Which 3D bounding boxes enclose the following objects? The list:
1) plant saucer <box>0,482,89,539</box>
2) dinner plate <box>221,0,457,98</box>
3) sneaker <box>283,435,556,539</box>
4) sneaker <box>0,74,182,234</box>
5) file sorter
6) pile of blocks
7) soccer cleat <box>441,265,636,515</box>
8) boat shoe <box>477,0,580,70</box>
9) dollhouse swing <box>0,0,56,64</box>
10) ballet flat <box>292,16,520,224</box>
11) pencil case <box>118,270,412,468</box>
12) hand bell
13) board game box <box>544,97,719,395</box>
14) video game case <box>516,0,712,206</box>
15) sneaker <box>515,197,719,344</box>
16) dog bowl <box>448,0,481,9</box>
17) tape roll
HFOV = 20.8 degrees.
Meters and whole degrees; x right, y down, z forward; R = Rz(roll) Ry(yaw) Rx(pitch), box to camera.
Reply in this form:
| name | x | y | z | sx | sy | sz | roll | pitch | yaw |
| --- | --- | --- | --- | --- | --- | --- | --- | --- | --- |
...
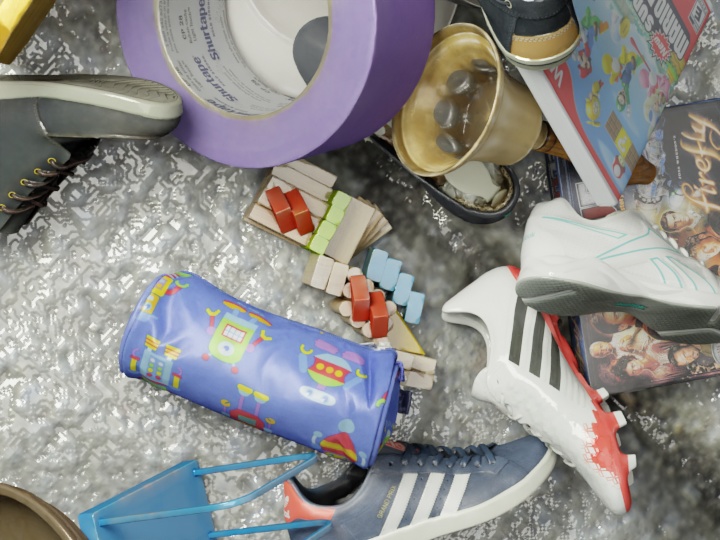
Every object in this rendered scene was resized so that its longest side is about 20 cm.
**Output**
| name | x | y | z | sx | sy | sz | roll | pitch | yaw |
| --- | --- | --- | --- | --- | --- | --- | --- | --- | --- |
| plant saucer | -0.218 | 0.234 | 1.304 | 0.029 | 0.200 | 0.200 | -18 | 97 | -45 |
| dinner plate | -0.023 | -0.220 | 1.386 | 0.200 | 0.024 | 0.201 | -1 | 93 | -11 |
| sneaker | 0.039 | 0.143 | 1.385 | 0.200 | 0.075 | 0.085 | -22 | 100 | -8 |
| sneaker | -0.202 | -0.075 | 1.308 | 0.200 | 0.075 | 0.106 | 5 | 101 | 30 |
| file sorter | -0.082 | 0.235 | 1.314 | 0.123 | 0.139 | 0.200 | -10 | 95 | 27 |
| pile of blocks | 0.000 | 0.000 | 1.379 | 0.082 | 0.062 | 0.200 | -39 | 99 | -6 |
| soccer cleat | 0.126 | 0.089 | 1.379 | 0.085 | 0.069 | 0.200 | -23 | 70 | -6 |
| boat shoe | 0.086 | -0.215 | 1.259 | 0.075 | 0.062 | 0.200 | -18 | 53 | -6 |
| dollhouse swing | -0.226 | -0.257 | 1.261 | 0.176 | 0.200 | 0.182 | -41 | 98 | -1 |
| ballet flat | 0.038 | -0.103 | 1.366 | 0.200 | 0.073 | 0.073 | 41 | 85 | -16 |
| pencil case | -0.063 | 0.064 | 1.340 | 0.200 | 0.078 | 0.087 | 20 | 77 | 6 |
| hand bell | 0.128 | -0.090 | 1.342 | 0.200 | 0.104 | 0.104 | 16 | 89 | -38 |
| board game box | 0.213 | -0.017 | 1.430 | 0.135 | 0.035 | 0.200 | -10 | 94 | -9 |
| video game case | 0.175 | -0.164 | 1.335 | 0.143 | 0.017 | 0.200 | 55 | 51 | -35 |
| sneaker | 0.204 | -0.001 | 1.377 | 0.200 | 0.070 | 0.080 | 15 | 61 | -20 |
| dog bowl | 0.096 | -0.274 | 1.374 | 0.200 | 0.059 | 0.200 | 1 | 88 | -18 |
| tape roll | -0.057 | -0.172 | 1.297 | 0.200 | 0.085 | 0.200 | 7 | 104 | 29 |
